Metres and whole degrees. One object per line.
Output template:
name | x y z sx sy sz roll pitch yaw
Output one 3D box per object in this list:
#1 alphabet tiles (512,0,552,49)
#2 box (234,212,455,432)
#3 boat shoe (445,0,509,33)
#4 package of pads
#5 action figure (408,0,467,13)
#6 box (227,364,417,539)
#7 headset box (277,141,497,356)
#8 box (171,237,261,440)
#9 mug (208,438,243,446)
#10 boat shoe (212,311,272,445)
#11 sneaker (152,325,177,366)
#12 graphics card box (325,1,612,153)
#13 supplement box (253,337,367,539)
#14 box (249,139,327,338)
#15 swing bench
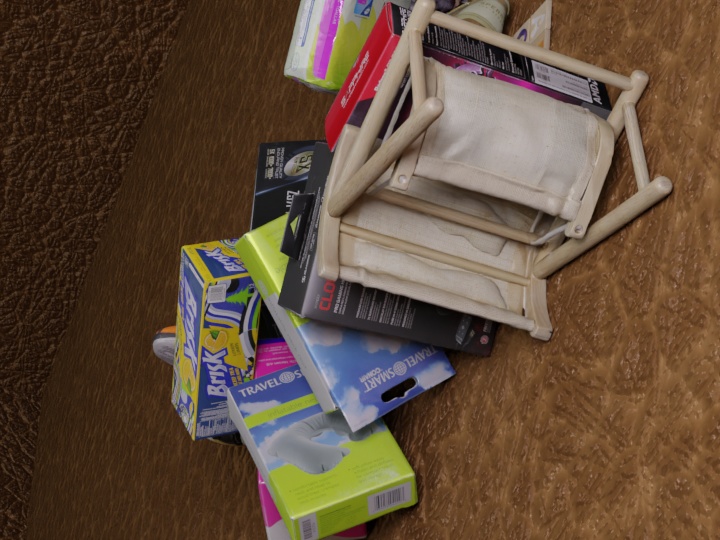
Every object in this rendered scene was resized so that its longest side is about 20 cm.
alphabet tiles | 0.132 -0.129 1.335 0.167 0.008 0.201 136 146 -57
box | -0.013 0.034 1.296 0.200 0.122 0.048 62 159 1
boat shoe | 0.091 -0.220 1.447 0.063 0.073 0.200 -56 16 -23
package of pads | 0.008 -0.258 1.525 0.068 0.200 0.155 20 102 29
action figure | 0.090 -0.336 1.493 0.200 0.069 0.130 -64 -22 -2
box | -0.042 0.155 1.333 0.200 0.122 0.048 -124 22 -45
headset box | 0.027 -0.020 1.232 0.077 0.199 0.149 -160 84 -69
box | -0.146 0.070 1.438 0.070 0.064 0.200 52 142 46
mug | -0.146 0.136 1.744 0.187 0.149 0.154 -110 31 -71
boat shoe | -0.132 0.090 1.554 0.072 0.060 0.202 -2 -84 -69
sneaker | -0.140 0.057 1.646 0.078 0.199 0.112 121 149 -58
graphics card box | 0.086 -0.125 1.155 0.051 0.199 0.126 -95 28 -48
supplement box | -0.053 0.168 1.443 0.200 0.103 0.101 -95 0 -49
box | -0.056 -0.017 1.539 0.200 0.086 0.164 76 -165 -56
swing bench | 0.094 -0.070 1.089 0.200 0.198 0.130 124 155 -43
